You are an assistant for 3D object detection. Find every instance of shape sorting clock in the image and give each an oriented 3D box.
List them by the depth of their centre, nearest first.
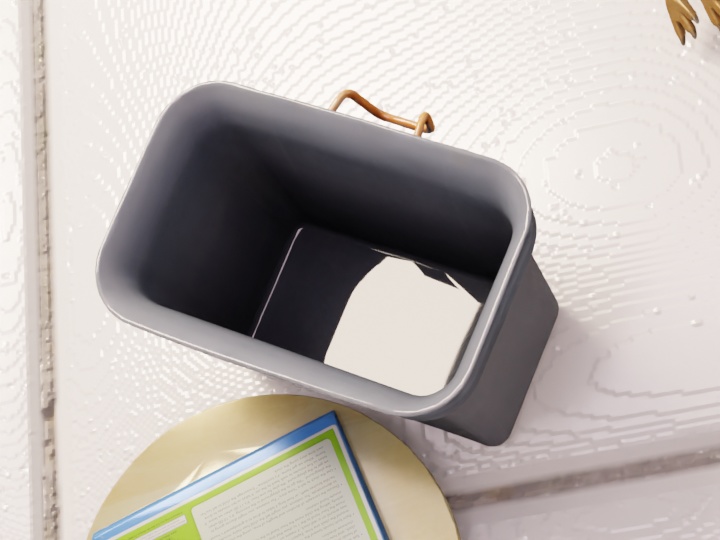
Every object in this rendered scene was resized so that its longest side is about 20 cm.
[{"bbox_3d":[-0.044,0.159,1.228,0.199,0.039,0.201,-7,68,17],"label":"shape sorting clock"}]

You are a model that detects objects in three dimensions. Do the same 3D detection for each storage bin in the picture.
[{"bbox_3d":[0.000,0.000,1.217,0.199,0.134,0.146,17,78,25],"label":"storage bin"}]

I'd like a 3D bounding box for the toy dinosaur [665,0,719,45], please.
[{"bbox_3d":[0.199,-0.159,1.255,0.106,0.060,0.200,-28,66,-18],"label":"toy dinosaur"}]
